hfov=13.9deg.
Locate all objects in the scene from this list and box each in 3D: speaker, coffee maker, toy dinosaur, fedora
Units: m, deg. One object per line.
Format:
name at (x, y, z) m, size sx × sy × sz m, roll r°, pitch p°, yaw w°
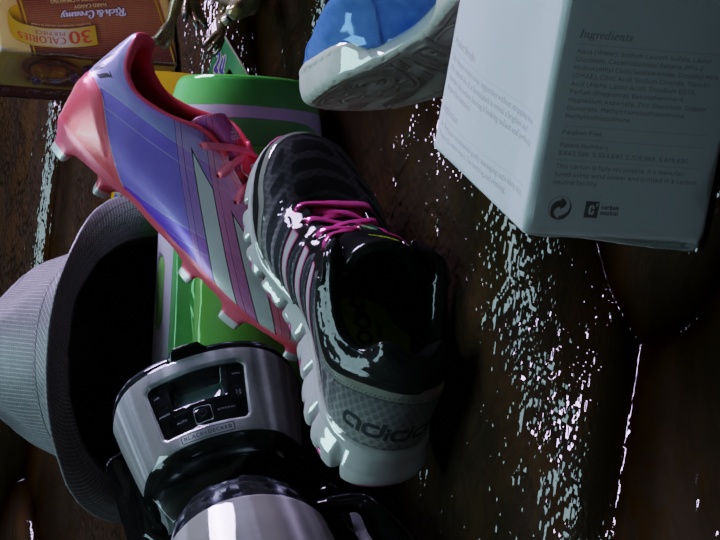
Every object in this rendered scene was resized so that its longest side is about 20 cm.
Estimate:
speaker at (-0.065, 0.001, 1.556) m, size 0.088 × 0.088 × 0.201 m, roll 178°, pitch 96°, yaw -70°
coffee maker at (-0.052, 0.165, 1.417) m, size 0.201 × 0.134 × 0.193 m, roll -107°, pitch 23°, yaw -49°
toy dinosaur at (-0.089, -0.192, 1.722) m, size 0.101 × 0.058 × 0.201 m, roll -48°, pitch 42°, yaw 31°
fedora at (-0.143, 0.046, 1.599) m, size 0.090 × 0.200 × 0.178 m, roll 1°, pitch 97°, yaw 32°

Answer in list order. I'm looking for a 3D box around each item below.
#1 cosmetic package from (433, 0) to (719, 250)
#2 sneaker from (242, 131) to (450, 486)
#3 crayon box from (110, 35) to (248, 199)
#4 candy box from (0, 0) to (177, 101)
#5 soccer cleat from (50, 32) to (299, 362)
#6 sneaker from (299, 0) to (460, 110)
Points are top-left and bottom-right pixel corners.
cosmetic package at (0.095, -0.122, 1.137) m, size 0.113 × 0.081 × 0.201 m, roll -129°, pitch 47°, yaw -62°
sneaker at (0.000, 0.000, 1.400) m, size 0.088 × 0.073 × 0.201 m, roll 117°, pitch 147°, yaw -43°
crayon box at (-0.109, -0.030, 1.736) m, size 0.126 × 0.051 × 0.201 m, roll -121°, pitch 40°, yaw -58°
candy box at (-0.186, -0.203, 1.886) m, size 0.057 × 0.116 × 0.201 m, roll 124°, pitch 144°, yaw -55°
soccer cleat at (-0.066, -0.033, 1.480) m, size 0.077 × 0.200 × 0.067 m, roll -51°, pitch -9°, yaw 16°
sneaker at (0.027, -0.149, 1.330) m, size 0.200 × 0.076 × 0.112 m, roll 143°, pitch 122°, yaw -60°
